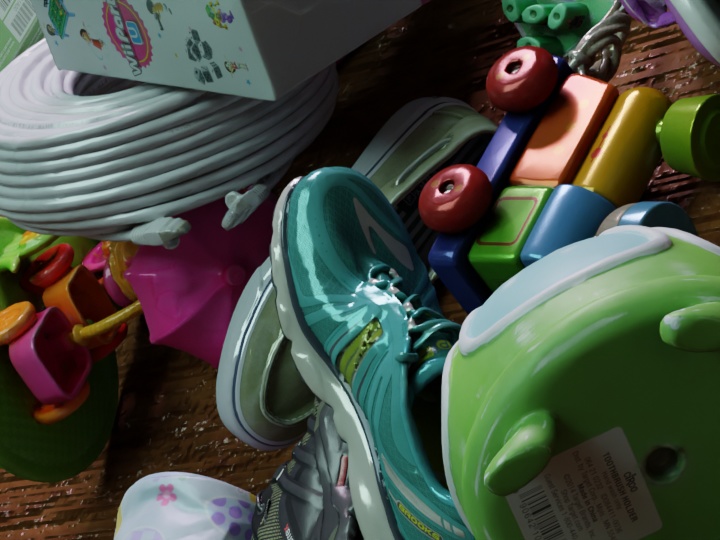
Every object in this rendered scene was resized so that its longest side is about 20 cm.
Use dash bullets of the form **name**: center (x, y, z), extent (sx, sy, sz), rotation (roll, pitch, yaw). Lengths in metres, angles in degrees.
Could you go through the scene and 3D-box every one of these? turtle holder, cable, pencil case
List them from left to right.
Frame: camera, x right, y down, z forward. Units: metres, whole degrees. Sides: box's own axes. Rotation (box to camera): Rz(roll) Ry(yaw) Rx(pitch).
- **cable**: center (-0.110, -0.086, 1.534), extent (0.199, 0.069, 0.200), rotation (-1, 29, 32)
- **pencil case**: center (-0.094, 0.194, 1.367), extent (0.091, 0.083, 0.200), rotation (-9, 51, 36)
- **turtle holder**: center (0.112, 0.037, 1.123), extent (0.186, 0.141, 0.132), rotation (-53, 26, 13)

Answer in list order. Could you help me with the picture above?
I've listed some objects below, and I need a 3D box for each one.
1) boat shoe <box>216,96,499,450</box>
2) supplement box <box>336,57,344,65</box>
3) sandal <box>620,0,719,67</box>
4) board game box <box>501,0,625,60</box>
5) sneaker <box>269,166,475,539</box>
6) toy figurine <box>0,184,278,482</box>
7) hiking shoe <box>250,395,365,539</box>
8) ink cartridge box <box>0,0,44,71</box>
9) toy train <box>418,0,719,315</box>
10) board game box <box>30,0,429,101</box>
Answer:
- **boat shoe**: center (0.000, 0.000, 1.429), extent (0.200, 0.072, 0.062), rotation (-58, 24, -6)
- **supplement box**: center (-0.091, -0.130, 1.686), extent (0.200, 0.101, 0.103), rotation (-44, 29, 24)
- **sandal**: center (0.124, -0.147, 1.335), extent (0.050, 0.082, 0.203), rotation (-45, 46, 21)
- **board game box**: center (0.106, -0.234, 1.417), extent (0.200, 0.026, 0.200), rotation (-39, 70, 32)
- **sneaker**: center (0.024, 0.038, 1.276), extent (0.200, 0.077, 0.080), rotation (67, 149, 19)
- **toy figurine**: center (-0.106, 0.004, 1.579), extent (0.184, 0.150, 0.200), rotation (-20, 24, 32)
- **hiking shoe**: center (-0.014, 0.091, 1.348), extent (0.101, 0.076, 0.200), rotation (-28, 40, 40)
- **ink cartridge box**: center (-0.150, -0.173, 1.794), extent (0.200, 0.048, 0.146), rotation (-26, -18, -42)
- **toy train**: center (0.120, -0.065, 1.302), extent (0.115, 0.085, 0.200), rotation (3, 52, 42)
- **board game box**: center (-0.055, -0.152, 1.465), extent (0.147, 0.064, 0.200), rotation (-34, 26, -28)
